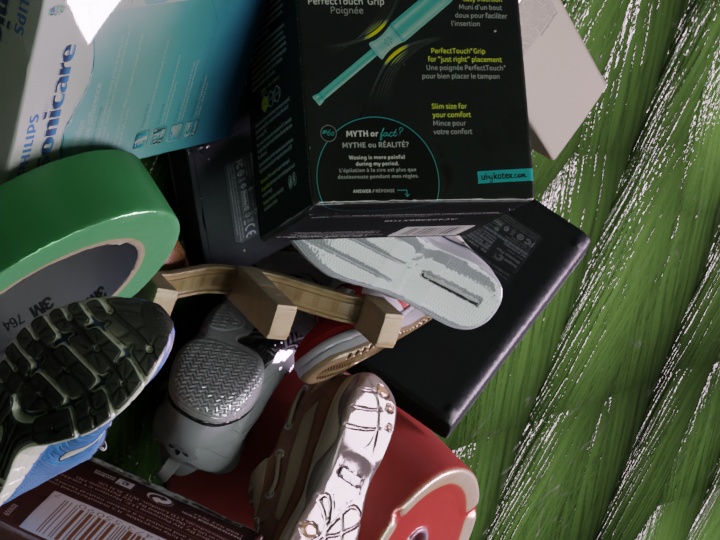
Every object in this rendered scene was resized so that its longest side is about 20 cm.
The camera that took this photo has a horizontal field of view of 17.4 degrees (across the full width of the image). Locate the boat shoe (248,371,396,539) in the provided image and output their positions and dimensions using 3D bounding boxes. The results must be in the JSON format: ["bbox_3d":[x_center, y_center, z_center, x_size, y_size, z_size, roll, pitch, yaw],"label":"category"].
[{"bbox_3d":[-0.042,0.163,1.672,0.076,0.072,0.201,46,62,-46],"label":"boat shoe"}]

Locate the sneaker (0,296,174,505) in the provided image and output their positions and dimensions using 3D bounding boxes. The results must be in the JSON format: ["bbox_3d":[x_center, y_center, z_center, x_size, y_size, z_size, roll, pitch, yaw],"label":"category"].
[{"bbox_3d":[-0.184,0.077,1.440,0.200,0.079,0.089,-37,172,27],"label":"sneaker"}]

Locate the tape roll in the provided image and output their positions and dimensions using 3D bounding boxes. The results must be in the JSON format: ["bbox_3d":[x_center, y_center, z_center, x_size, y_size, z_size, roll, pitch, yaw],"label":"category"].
[{"bbox_3d":[-0.203,0.006,1.400,0.200,0.048,0.200,-31,166,-8],"label":"tape roll"}]

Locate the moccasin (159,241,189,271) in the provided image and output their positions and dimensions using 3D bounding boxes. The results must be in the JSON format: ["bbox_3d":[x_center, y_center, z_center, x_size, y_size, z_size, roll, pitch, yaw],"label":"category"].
[{"bbox_3d":[-0.183,0.058,1.552,0.202,0.073,0.078,-59,143,-20],"label":"moccasin"}]

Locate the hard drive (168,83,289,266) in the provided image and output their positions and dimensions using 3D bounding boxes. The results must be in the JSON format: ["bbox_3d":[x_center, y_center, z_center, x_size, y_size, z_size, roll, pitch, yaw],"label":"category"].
[{"bbox_3d":[-0.033,-0.086,1.599,0.200,0.033,0.140,-28,141,-19],"label":"hard drive"}]

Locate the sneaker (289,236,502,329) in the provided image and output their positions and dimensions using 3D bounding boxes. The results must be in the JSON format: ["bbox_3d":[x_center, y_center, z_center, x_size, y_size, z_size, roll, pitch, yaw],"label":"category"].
[{"bbox_3d":[0.008,-0.023,1.603,0.200,0.071,0.073,35,96,-31],"label":"sneaker"}]

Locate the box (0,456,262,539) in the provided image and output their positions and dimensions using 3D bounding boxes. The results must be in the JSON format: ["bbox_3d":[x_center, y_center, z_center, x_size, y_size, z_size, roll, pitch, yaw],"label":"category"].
[{"bbox_3d":[-0.187,0.253,1.572,0.164,0.165,0.201,-51,164,-74],"label":"box"}]

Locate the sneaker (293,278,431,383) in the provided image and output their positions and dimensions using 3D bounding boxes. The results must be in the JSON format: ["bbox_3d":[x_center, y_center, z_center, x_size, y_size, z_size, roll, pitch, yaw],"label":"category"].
[{"bbox_3d":[0.000,0.000,1.682,0.071,0.113,0.200,-32,179,42],"label":"sneaker"}]

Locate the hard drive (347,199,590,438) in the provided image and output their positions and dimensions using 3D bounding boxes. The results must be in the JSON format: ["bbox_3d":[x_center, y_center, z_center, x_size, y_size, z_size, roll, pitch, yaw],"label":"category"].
[{"bbox_3d":[0.065,0.013,1.794,0.200,0.139,0.033,-51,169,-27],"label":"hard drive"}]

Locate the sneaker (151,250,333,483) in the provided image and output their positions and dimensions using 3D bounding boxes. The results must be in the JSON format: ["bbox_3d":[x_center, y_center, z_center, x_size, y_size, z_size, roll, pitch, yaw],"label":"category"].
[{"bbox_3d":[-0.089,0.071,1.705,0.200,0.075,0.115,-50,170,-48],"label":"sneaker"}]

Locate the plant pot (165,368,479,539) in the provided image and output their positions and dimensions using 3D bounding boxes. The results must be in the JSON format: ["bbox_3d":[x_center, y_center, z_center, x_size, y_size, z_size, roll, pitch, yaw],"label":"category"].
[{"bbox_3d":[-0.020,0.168,1.789,0.200,0.177,0.201,-37,143,-34],"label":"plant pot"}]

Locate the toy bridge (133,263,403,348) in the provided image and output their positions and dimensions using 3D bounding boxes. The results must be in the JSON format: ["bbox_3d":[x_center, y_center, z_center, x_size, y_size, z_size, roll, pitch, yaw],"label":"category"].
[{"bbox_3d":[-0.066,0.020,1.564,0.199,0.067,0.027,7,111,-34],"label":"toy bridge"}]

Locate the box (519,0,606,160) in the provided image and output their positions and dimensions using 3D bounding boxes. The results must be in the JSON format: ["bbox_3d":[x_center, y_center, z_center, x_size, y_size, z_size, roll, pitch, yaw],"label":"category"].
[{"bbox_3d":[0.119,-0.170,1.806,0.082,0.068,0.200,-54,151,-9],"label":"box"}]

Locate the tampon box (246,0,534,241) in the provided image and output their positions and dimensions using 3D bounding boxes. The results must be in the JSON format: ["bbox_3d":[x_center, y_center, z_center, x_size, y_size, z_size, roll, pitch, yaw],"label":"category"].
[{"bbox_3d":[0.013,-0.128,1.481,0.149,0.126,0.201,-1,81,-19],"label":"tampon box"}]

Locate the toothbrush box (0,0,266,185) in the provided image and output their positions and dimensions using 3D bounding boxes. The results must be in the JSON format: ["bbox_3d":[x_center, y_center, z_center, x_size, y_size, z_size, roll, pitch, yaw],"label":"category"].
[{"bbox_3d":[-0.152,-0.144,1.391,0.200,0.085,0.147,-20,134,-49],"label":"toothbrush box"}]
